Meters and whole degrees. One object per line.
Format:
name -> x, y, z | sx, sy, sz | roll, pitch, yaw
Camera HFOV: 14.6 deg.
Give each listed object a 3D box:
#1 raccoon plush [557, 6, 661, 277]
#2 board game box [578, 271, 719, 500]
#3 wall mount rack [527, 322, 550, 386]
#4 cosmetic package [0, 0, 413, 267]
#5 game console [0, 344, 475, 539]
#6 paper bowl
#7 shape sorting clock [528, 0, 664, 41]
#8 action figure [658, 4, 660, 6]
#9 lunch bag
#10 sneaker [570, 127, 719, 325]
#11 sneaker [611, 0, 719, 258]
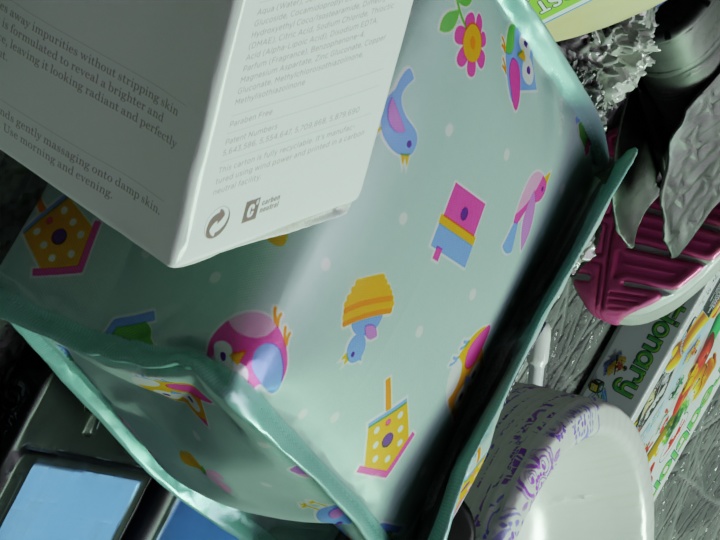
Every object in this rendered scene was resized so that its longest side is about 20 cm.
raccoon plush -> 0.047, -0.075, 1.004 | 0.200, 0.096, 0.135 | 11, 98, -68
board game box -> 0.144, 0.080, 1.483 | 0.201, 0.035, 0.126 | -60, 159, -5
wall mount rack -> 0.127, 0.119, 1.346 | 0.075, 0.199, 0.174 | -89, -172, -51
cosmetic package -> -0.039, -0.117, 0.708 | 0.081, 0.113, 0.201 | -20, 137, -49
game console -> -0.073, 0.137, 0.940 | 0.201, 0.116, 0.176 | -63, 159, 1
paper bowl -> 0.043, 0.145, 1.193 | 0.200, 0.104, 0.202 | -31, 125, -56
shape sorting clock -> 0.061, -0.139, 0.886 | 0.199, 0.039, 0.200 | -10, 142, -8
action figure -> 0.145, -0.185, 1.136 | 0.193, 0.105, 0.200 | -29, 171, -46
lunch bag -> 0.000, 0.000, 0.871 | 0.171, 0.122, 0.200 | -63, 144, -18
sneaker -> 0.166, -0.048, 1.314 | 0.200, 0.081, 0.088 | -53, 156, -21
sneaker -> 0.171, -0.107, 1.244 | 0.200, 0.060, 0.104 | -47, 132, -25
